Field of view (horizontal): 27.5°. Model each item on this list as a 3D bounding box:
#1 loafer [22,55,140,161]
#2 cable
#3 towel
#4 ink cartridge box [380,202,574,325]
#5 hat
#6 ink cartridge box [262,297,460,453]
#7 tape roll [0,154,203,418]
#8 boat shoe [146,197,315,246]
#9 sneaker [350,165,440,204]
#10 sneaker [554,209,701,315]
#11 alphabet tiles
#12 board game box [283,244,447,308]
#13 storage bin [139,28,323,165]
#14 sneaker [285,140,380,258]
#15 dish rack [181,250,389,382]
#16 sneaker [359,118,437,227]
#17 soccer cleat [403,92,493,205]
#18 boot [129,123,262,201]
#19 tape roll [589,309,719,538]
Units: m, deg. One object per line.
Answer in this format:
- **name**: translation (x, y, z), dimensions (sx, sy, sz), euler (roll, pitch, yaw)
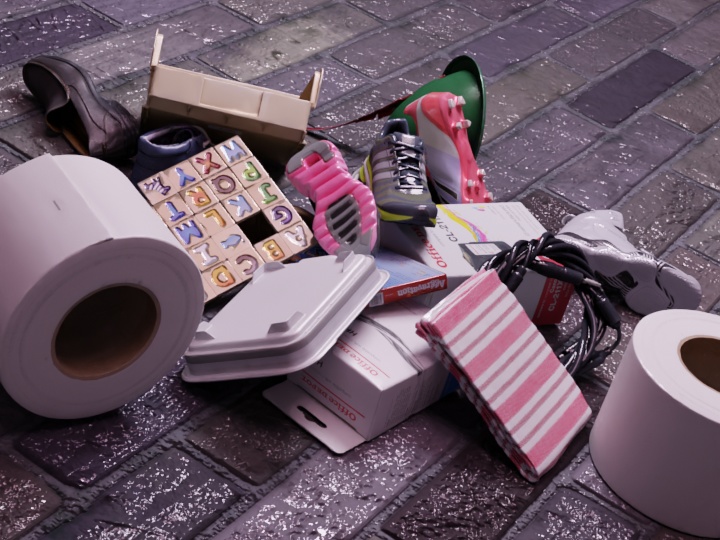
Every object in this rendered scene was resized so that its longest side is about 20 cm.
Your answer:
- **loafer**: translation (-0.352, -0.198, 1.778), dimensions (0.200, 0.073, 0.072), euler (36, 40, 29)
- **cable**: translation (0.193, 0.047, 1.605), dimensions (0.199, 0.051, 0.164), euler (-20, 90, -28)
- **towel**: translation (0.151, 0.105, 1.514), dimensions (0.201, 0.030, 0.146), euler (55, 41, 0)
- **ink cartridge box**: translation (0.127, -0.005, 1.695), dimensions (0.199, 0.083, 0.146), euler (-3, 37, -30)
- **hat**: translation (0.043, -0.189, 1.874), dimensions (0.175, 0.201, 0.167), euler (4, 50, -20)
- **ink cartridge box**: translation (0.009, 0.097, 1.493), dimensions (0.116, 0.068, 0.199), euler (34, 36, 26)
- **tape roll**: translation (-0.262, 0.016, 1.349), dimensions (0.201, 0.204, 0.139), euler (-9, 40, -35)
- **boat shoe**: translation (-0.143, -0.063, 1.666), dimensions (0.198, 0.072, 0.065), euler (6, 34, -15)
- **sneaker**: translation (0.038, -0.085, 1.791), dimensions (0.087, 0.076, 0.200), euler (35, 35, 17)
- **sneaker**: translation (0.328, -0.016, 1.815), dimensions (0.198, 0.076, 0.115), euler (19, 34, 9)
- **alphabet tiles**: translation (-0.172, -0.048, 1.599), dimensions (0.199, 0.008, 0.168), euler (-28, 67, -23)
- **board game box**: translation (0.000, 0.000, 1.602), dimensions (0.102, 0.020, 0.200), euler (-12, 18, -26)
- **storage bin**: translation (-0.160, -0.205, 1.768), dimensions (0.198, 0.095, 0.199), euler (13, -7, -9)
- **sneaker**: translation (-0.016, -0.059, 1.639), dimensions (0.079, 0.096, 0.201), euler (-27, 42, 3)
- **dish rack**: translation (-0.079, 0.038, 1.468), dimensions (0.171, 0.044, 0.200), euler (-8, 24, 34)
- **sneaker**: translation (0.044, -0.110, 1.663), dimensions (0.073, 0.082, 0.200), euler (5, 26, -18)
- **soccer cleat**: translation (0.109, -0.119, 1.810), dimensions (0.076, 0.202, 0.067), euler (-11, 5, 33)
- **boot**: translation (-0.183, -0.129, 1.730), dimensions (0.073, 0.091, 0.199), euler (36, 36, 28)
- **tape roll**: translation (0.350, 0.153, 1.504), dimensions (0.201, 0.140, 0.203), euler (12, 32, -7)
